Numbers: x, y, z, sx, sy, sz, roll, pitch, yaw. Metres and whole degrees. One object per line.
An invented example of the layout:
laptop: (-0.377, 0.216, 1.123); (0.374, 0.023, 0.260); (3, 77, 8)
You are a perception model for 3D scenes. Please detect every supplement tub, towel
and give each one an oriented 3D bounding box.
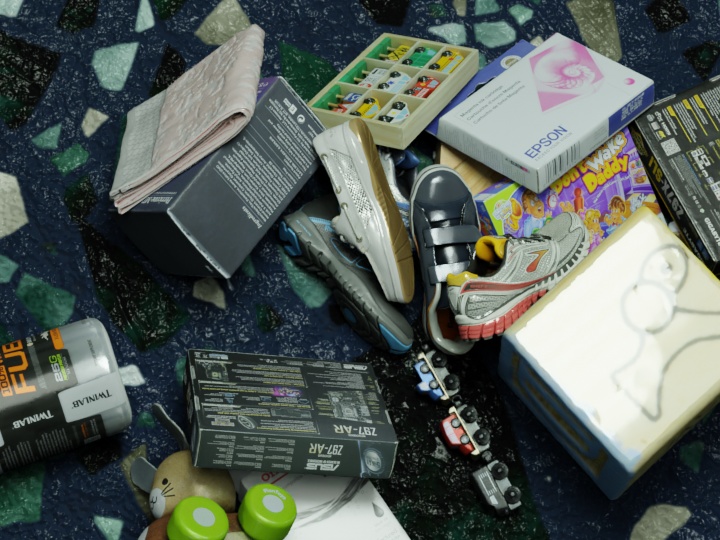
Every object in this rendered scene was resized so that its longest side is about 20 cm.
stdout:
supplement tub: (-0.341, 0.133, 1.634); (0.198, 0.123, 0.124); (-19, 71, -13)
towel: (-0.183, -0.166, 1.716); (0.190, 0.032, 0.201); (-32, 28, 20)

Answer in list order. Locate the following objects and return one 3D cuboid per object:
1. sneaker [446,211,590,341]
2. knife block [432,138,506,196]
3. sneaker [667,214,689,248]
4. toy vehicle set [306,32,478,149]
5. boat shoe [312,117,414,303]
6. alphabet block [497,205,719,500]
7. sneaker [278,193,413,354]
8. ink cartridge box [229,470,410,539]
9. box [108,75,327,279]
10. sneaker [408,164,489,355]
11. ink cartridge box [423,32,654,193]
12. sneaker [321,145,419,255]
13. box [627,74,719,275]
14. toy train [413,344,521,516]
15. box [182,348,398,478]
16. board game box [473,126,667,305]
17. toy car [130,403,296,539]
sneaker: (0.165, -0.010, 1.660); (0.200, 0.077, 0.083); (-38, 110, -36)
knife block: (0.168, -0.097, 1.806); (0.173, 0.064, 0.203); (5, 68, -3)
sneaker: (0.447, -0.055, 1.814); (0.197, 0.070, 0.110); (15, 64, -1)
toy vehicle set: (0.036, -0.202, 1.788); (0.123, 0.027, 0.200); (13, 37, 24)
boat shoe: (0.002, -0.056, 1.700); (0.069, 0.071, 0.202); (-17, 96, 15)
alphabet block: (0.275, 0.089, 1.656); (0.200, 0.197, 0.196); (-40, 78, -8)
sneaker: (0.000, 0.000, 1.748); (0.082, 0.073, 0.201); (-35, 77, -23)
ink cartridge box: (-0.048, 0.241, 1.648); (0.115, 0.067, 0.201); (-31, 74, -17)
box: (-0.148, -0.098, 1.718); (0.104, 0.147, 0.201); (48, 65, -25)
sneaker: (0.098, -0.008, 1.701); (0.077, 0.079, 0.203); (-10, 106, -10)
ink cartridge box: (0.187, -0.187, 1.775); (0.196, 0.044, 0.199); (-37, 51, -27)
sneaker: (0.024, -0.116, 1.774); (0.077, 0.085, 0.201); (-14, 62, -51)
box: (0.406, -0.112, 1.772); (0.158, 0.049, 0.202); (-22, 69, -11)
toy train: (0.108, 0.170, 1.712); (0.045, 0.034, 0.201); (-28, 74, -2)
box: (-0.073, 0.141, 1.607); (0.197, 0.044, 0.161); (5, 25, -14)
board game box: (0.228, -0.062, 1.769); (0.199, 0.045, 0.136); (-31, 104, -20)
toy car: (-0.179, 0.234, 1.590); (0.156, 0.165, 0.201); (-5, 46, -38)
